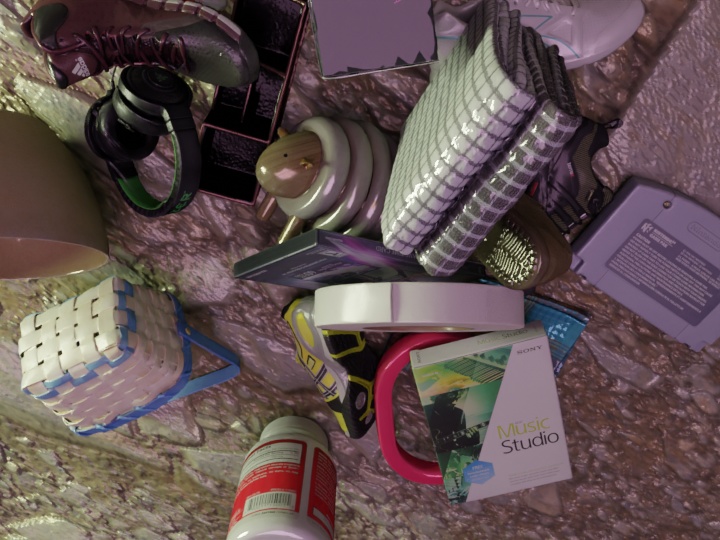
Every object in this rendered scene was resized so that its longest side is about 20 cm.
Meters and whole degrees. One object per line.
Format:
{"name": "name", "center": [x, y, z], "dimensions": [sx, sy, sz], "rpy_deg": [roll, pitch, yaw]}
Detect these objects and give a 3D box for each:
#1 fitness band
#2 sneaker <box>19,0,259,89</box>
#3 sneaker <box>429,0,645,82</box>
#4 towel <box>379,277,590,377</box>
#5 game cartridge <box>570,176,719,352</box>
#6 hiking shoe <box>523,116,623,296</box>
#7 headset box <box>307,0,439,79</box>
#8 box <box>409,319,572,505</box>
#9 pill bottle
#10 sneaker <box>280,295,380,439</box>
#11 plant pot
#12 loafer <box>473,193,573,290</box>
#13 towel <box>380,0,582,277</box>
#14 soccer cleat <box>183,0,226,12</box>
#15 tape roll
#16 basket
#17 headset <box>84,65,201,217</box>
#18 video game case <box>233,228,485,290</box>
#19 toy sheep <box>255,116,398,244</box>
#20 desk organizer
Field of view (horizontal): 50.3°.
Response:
{"name": "fitness band", "center": [0.088, 0.156, 0.872], "dimensions": [0.143, 0.037, 0.200], "rpy_deg": [-6, 115, 0]}
{"name": "sneaker", "center": [-0.192, -0.177, 0.638], "dimensions": [0.200, 0.116, 0.076], "rpy_deg": [25, 146, 13]}
{"name": "sneaker", "center": [0.155, -0.221, 0.688], "dimensions": [0.200, 0.070, 0.080], "rpy_deg": [-13, 129, 6]}
{"name": "towel", "center": [0.140, 0.079, 0.870], "dimensions": [0.200, 0.022, 0.147], "rpy_deg": [20, 114, -9]}
{"name": "game cartridge", "center": [0.333, -0.009, 0.819], "dimensions": [0.200, 0.042, 0.133], "rpy_deg": [32, 108, -14]}
{"name": "hiking shoe", "center": [0.202, -0.060, 0.771], "dimensions": [0.101, 0.076, 0.200], "rpy_deg": [8, 115, 0]}
{"name": "headset box", "center": [0.003, -0.259, 0.606], "dimensions": [0.093, 0.200, 0.174], "rpy_deg": [-8, 117, 3]}
{"name": "box", "center": [0.145, 0.159, 0.836], "dimensions": [0.144, 0.036, 0.200], "rpy_deg": [-15, 115, 5]}
{"name": "pill bottle", "center": [-0.083, 0.257, 0.858], "dimensions": [0.112, 0.200, 0.112], "rpy_deg": [0, 116, 1]}
{"name": "sneaker", "center": [-0.028, 0.105, 0.867], "dimensions": [0.076, 0.075, 0.200], "rpy_deg": [8, 127, 34]}
{"name": "plant pot", "center": [-0.344, -0.073, 0.724], "dimensions": [0.200, 0.200, 0.135], "rpy_deg": [-6, 80, 3]}
{"name": "loafer", "center": [0.128, -0.050, 0.724], "dimensions": [0.067, 0.200, 0.076], "rpy_deg": [10, 127, -34]}
{"name": "towel", "center": [0.094, -0.109, 0.618], "dimensions": [0.086, 0.200, 0.166], "rpy_deg": [28, 124, -11]}
{"name": "soccer cleat", "center": [-0.187, -0.307, 0.658], "dimensions": [0.200, 0.069, 0.085], "rpy_deg": [41, 114, -13]}
{"name": "tape roll", "center": [0.056, 0.038, 0.734], "dimensions": [0.202, 0.203, 0.037], "rpy_deg": [1, 84, 0]}
{"name": "basket", "center": [-0.247, 0.099, 0.827], "dimensions": [0.176, 0.139, 0.200], "rpy_deg": [-24, 141, 9]}
{"name": "headset", "center": [-0.219, -0.145, 0.708], "dimensions": [0.123, 0.094, 0.200], "rpy_deg": [-25, 85, 44]}
{"name": "video game case", "center": [0.000, 0.000, 0.739], "dimensions": [0.200, 0.019, 0.143], "rpy_deg": [11, 162, -36]}
{"name": "toy sheep", "center": [-0.014, -0.078, 0.735], "dimensions": [0.200, 0.138, 0.138], "rpy_deg": [11, 122, -45]}
{"name": "desk organizer", "center": [-0.104, -0.168, 0.718], "dimensions": [0.072, 0.077, 0.200], "rpy_deg": [15, 115, -7]}
